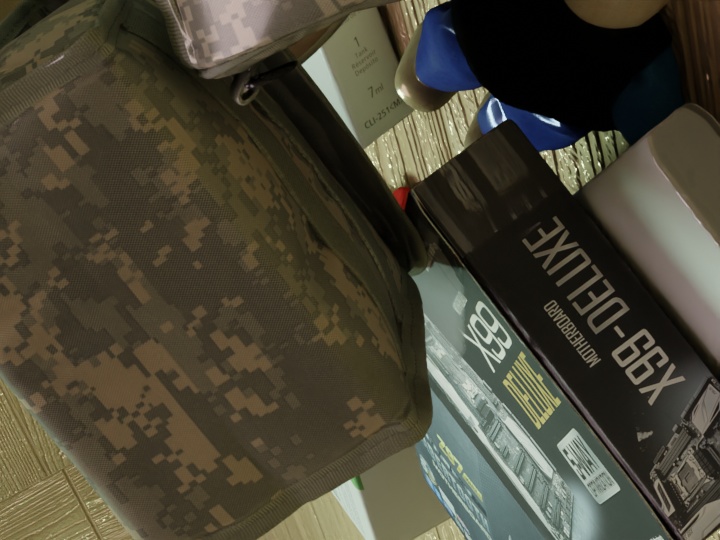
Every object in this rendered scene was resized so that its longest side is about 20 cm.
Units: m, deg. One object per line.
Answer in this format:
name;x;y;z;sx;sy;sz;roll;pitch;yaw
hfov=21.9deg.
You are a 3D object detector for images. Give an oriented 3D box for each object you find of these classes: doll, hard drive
doll;0.060;-0.085;0.665;0.136;0.049;0.200;42;167;-5
hard drive;0.121;0.021;0.666;0.132;0.026;0.200;53;169;3

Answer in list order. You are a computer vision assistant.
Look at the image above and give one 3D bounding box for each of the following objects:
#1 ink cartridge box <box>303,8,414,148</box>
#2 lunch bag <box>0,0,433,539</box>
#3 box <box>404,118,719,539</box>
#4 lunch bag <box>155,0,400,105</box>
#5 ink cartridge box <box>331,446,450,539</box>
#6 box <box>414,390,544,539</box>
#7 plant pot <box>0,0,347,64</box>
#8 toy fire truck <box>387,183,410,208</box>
ink cartridge box;-0.068;-0.166;0.973;0.200;0.043;0.174;27;148;50
lunch bag;-0.061;-0.022;0.631;0.164;0.117;0.200;52;-166;-19
box;0.076;0.044;0.726;0.158;0.050;0.200;53;169;9
lunch bag;-0.012;-0.167;0.514;0.201;0.167;0.139;66;168;-13
ink cartridge box;-0.011;0.071;1.265;0.200;0.087;0.146;46;160;49
box;0.086;0.123;1.040;0.200;0.051;0.158;53;164;42
plant pot;-0.064;-0.180;0.749;0.201;0.200;0.135;65;-155;-13
toy fire truck;0.000;0.000;1.031;0.049;0.141;0.200;30;139;-15
